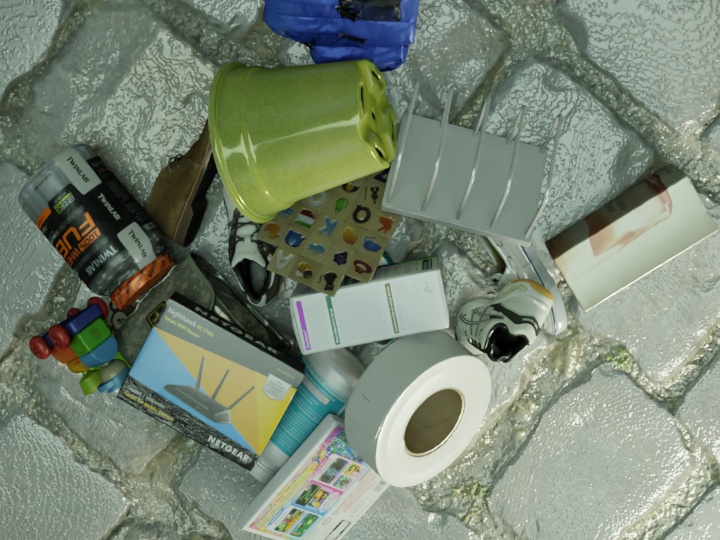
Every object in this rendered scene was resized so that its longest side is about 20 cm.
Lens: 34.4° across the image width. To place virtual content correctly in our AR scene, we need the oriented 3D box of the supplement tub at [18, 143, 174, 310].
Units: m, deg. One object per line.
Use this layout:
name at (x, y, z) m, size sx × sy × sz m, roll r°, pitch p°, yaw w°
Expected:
supplement tub at (-0.344, -0.055, 1.530) m, size 0.122 × 0.123 × 0.201 m, roll -41°, pitch 91°, yaw 11°

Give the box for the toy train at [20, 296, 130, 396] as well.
toy train at (-0.387, 0.120, 1.576) m, size 0.199 × 0.085 × 0.117 m, roll -23°, pitch 103°, yaw 51°

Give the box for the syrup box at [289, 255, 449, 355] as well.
syrup box at (0.013, 0.044, 1.505) m, size 0.197 × 0.079 × 0.083 m, roll -10°, pitch 102°, yaw 7°

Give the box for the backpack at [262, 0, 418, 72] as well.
backpack at (-0.025, -0.338, 1.435) m, size 0.196 × 0.163 × 0.170 m, roll 7°, pitch 118°, yaw 1°

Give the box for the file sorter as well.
file sorter at (0.140, -0.140, 1.458) m, size 0.197 × 0.125 × 0.141 m, roll 14°, pitch 66°, yaw 1°

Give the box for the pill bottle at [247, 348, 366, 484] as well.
pill bottle at (-0.079, 0.196, 1.579) m, size 0.110 × 0.111 × 0.200 m, roll 40°, pitch 101°, yaw -5°

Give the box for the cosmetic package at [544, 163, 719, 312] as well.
cosmetic package at (0.347, -0.044, 1.504) m, size 0.198 × 0.103 × 0.088 m, roll -32°, pitch 99°, yaw 8°

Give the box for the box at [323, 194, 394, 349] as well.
box at (0.000, 0.000, 1.563) m, size 0.082 × 0.049 × 0.201 m, roll -36°, pitch 97°, yaw 10°

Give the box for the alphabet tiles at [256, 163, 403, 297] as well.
alphabet tiles at (-0.035, -0.068, 1.504) m, size 0.164 × 0.006 × 0.202 m, roll 21°, pitch 69°, yaw 17°

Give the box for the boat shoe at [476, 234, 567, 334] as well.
boat shoe at (0.194, 0.005, 1.526) m, size 0.085 × 0.075 × 0.204 m, roll -29°, pitch 97°, yaw -14°

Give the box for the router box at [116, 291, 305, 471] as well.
router box at (-0.190, 0.141, 1.488) m, size 0.198 × 0.051 × 0.151 m, roll 29°, pitch 100°, yaw -6°

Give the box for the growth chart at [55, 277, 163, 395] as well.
growth chart at (-0.344, 0.076, 1.620) m, size 0.143 × 0.018 × 0.203 m, roll 18°, pitch 103°, yaw -1°

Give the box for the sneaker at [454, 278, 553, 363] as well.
sneaker at (0.169, 0.081, 1.500) m, size 0.075 × 0.200 × 0.089 m, roll 28°, pitch 61°, yaw -10°

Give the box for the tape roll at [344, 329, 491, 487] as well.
tape roll at (0.076, 0.180, 1.519) m, size 0.071 × 0.201 × 0.204 m, roll 38°, pitch 106°, yaw 40°

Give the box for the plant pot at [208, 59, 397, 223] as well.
plant pot at (-0.060, -0.174, 1.418) m, size 0.181 × 0.200 × 0.204 m, roll -10°, pitch 102°, yaw 22°

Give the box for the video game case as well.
video game case at (-0.045, 0.296, 1.588) m, size 0.200 × 0.024 × 0.181 m, roll -49°, pitch 136°, yaw 11°

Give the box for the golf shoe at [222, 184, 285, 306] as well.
golf shoe at (-0.141, -0.050, 1.540) m, size 0.076 × 0.095 × 0.203 m, roll -12°, pitch 100°, yaw 7°

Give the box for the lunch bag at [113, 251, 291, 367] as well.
lunch bag at (-0.218, 0.098, 1.565) m, size 0.200 × 0.118 × 0.164 m, roll 44°, pitch 100°, yaw -4°

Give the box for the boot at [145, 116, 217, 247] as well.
boot at (-0.229, -0.136, 1.543) m, size 0.075 × 0.074 × 0.202 m, roll 26°, pitch 105°, yaw 8°
